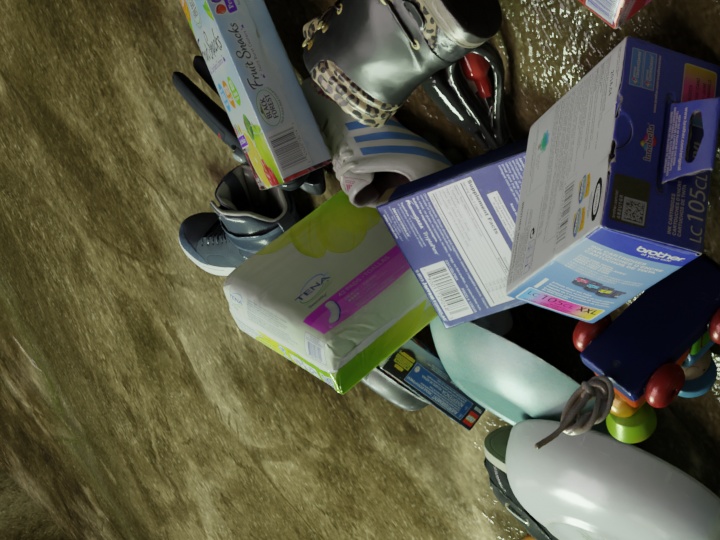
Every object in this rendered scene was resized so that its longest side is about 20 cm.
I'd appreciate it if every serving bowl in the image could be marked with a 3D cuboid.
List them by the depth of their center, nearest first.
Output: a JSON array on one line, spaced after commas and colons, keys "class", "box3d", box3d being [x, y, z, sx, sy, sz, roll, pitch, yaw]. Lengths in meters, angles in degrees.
[{"class": "serving bowl", "box3d": [0.206, 0.200, 1.455, 0.198, 0.066, 0.200, 23, 162, 8]}]

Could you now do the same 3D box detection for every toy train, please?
[{"class": "toy train", "box3d": [0.191, 0.087, 1.259, 0.084, 0.200, 0.116, 37, 157, 29]}]

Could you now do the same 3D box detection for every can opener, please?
[{"class": "can opener", "box3d": [-0.113, -0.138, 1.659, 0.200, 0.063, 0.079, 39, 154, 26]}]

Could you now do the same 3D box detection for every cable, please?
[{"class": "cable", "box3d": [0.103, -0.121, 1.349, 0.097, 0.051, 0.200, -13, 126, 46]}]

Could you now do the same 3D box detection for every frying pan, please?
[{"class": "frying pan", "box3d": [0.019, 0.102, 1.643, 0.114, 0.031, 0.190, 36, -176, 0]}]

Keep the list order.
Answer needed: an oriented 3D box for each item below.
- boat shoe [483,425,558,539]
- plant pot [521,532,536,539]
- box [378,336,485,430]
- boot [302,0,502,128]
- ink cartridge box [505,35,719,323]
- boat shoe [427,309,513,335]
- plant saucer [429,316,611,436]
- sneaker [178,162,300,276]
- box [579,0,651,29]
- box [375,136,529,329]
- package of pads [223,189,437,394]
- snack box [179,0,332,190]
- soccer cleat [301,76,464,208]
[{"class": "boat shoe", "box3d": [0.186, 0.224, 1.601, 0.200, 0.071, 0.068, 42, 139, 41]}, {"class": "plant pot", "box3d": [0.191, 0.354, 1.644, 0.200, 0.183, 0.201, 40, 154, 25]}, {"class": "box", "box3d": [0.020, 0.062, 1.621, 0.137, 0.040, 0.200, 38, 180, -39]}, {"class": "boot", "box3d": [0.002, -0.214, 1.276, 0.201, 0.073, 0.151, 53, 138, 5]}, {"class": "ink cartridge box", "box3d": [0.171, -0.061, 1.150, 0.076, 0.138, 0.200, 14, 160, -11]}, {"class": "boat shoe", "box3d": [0.063, 0.020, 1.568, 0.199, 0.072, 0.069, 6, 130, 47]}, {"class": "plant saucer", "box3d": [0.135, 0.105, 1.488, 0.200, 0.039, 0.201, 32, 171, 6]}, {"class": "sneaker", "box3d": [-0.130, -0.055, 1.772, 0.201, 0.077, 0.147, 17, 151, 38]}, {"class": "box", "box3d": [0.156, -0.249, 0.976, 0.100, 0.095, 0.201, 42, 154, 20]}, {"class": "box", "box3d": [0.122, -0.035, 1.346, 0.199, 0.032, 0.122, -18, 110, 35]}, {"class": "package of pads", "box3d": [0.000, 0.000, 1.476, 0.154, 0.199, 0.069, 26, 145, 44]}, {"class": "snack box", "box3d": [-0.096, -0.173, 1.511, 0.202, 0.053, 0.142, 67, 169, -5]}, {"class": "soccer cleat", "box3d": [0.001, -0.102, 1.474, 0.199, 0.086, 0.070, 35, 151, 35]}]
